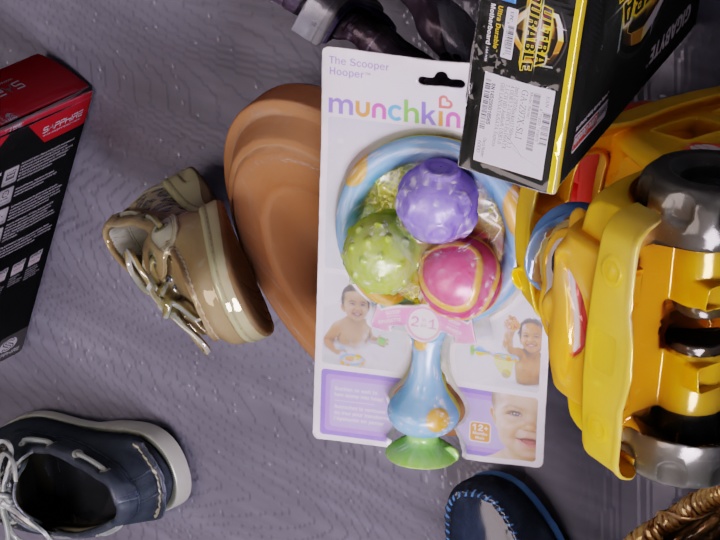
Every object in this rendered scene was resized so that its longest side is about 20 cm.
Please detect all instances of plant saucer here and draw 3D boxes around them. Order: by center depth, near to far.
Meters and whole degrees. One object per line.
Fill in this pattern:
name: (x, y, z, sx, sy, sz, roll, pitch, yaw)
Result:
plant saucer: (0.000, 0.000, 1.450, 0.200, 0.032, 0.201, 39, 150, 27)

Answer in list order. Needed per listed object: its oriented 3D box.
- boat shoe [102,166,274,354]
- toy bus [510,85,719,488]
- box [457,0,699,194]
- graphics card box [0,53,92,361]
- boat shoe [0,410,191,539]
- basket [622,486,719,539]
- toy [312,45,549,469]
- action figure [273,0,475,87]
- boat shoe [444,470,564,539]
boat shoe: (-0.091, 0.001, 1.495, 0.200, 0.062, 0.074, -130, 18, -74)
toy bus: (0.132, -0.015, 1.241, 0.192, 0.199, 0.136, 32, 127, 43)
box: (0.103, -0.145, 1.205, 0.049, 0.200, 0.160, 14, 119, 18)
graphics card box: (-0.229, -0.018, 1.653, 0.051, 0.125, 0.201, 36, 130, 22)
boat shoe: (-0.183, 0.128, 1.713, 0.200, 0.062, 0.075, 1, 109, 46)
basket: (0.152, 0.162, 1.295, 0.200, 0.149, 0.143, -35, 53, 47)
toy: (0.031, 0.003, 1.346, 0.115, 0.047, 0.201, 7, 117, 12)
action figure: (0.044, -0.097, 1.388, 0.200, 0.069, 0.130, 50, 128, 13)
boat shoe: (0.080, 0.204, 1.471, 0.084, 0.069, 0.201, -12, 98, 47)
